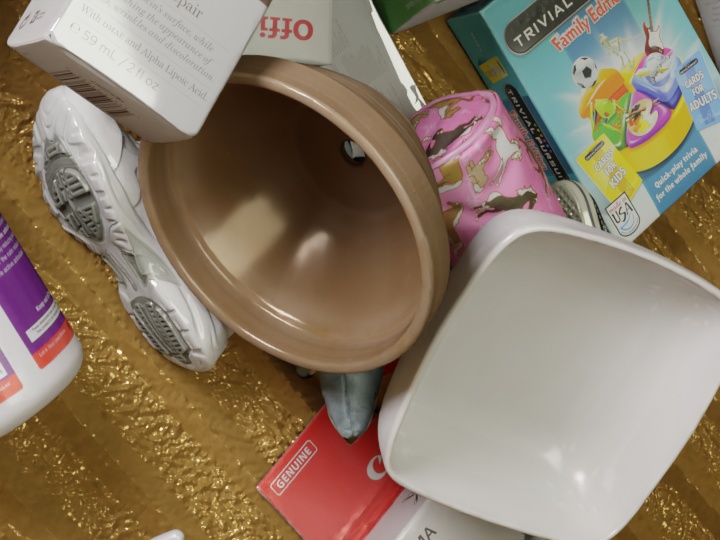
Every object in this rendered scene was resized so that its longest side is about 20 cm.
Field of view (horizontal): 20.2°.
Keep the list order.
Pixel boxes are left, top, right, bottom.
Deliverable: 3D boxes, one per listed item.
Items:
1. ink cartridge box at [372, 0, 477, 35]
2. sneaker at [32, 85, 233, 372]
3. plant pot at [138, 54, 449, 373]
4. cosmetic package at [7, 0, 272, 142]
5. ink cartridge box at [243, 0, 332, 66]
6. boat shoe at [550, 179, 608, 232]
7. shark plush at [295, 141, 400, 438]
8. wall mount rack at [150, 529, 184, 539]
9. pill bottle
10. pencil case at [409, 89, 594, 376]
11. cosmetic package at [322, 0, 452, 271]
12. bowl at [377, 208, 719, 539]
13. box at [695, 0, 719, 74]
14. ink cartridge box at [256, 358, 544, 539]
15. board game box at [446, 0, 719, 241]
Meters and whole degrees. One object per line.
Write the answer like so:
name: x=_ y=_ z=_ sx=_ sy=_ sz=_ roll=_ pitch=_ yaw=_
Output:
ink cartridge box: x=0.050 y=-0.278 z=1.326 sx=0.145 sy=0.084 sz=0.202 roll=-24 pitch=89 yaw=-24
sneaker: x=-0.127 y=-0.041 z=1.257 sx=0.099 sy=0.078 sz=0.201 roll=-44 pitch=118 yaw=-30
plant pot: x=-0.024 y=-0.048 z=1.174 sx=0.202 sy=0.200 sz=0.093 roll=57 pitch=47 yaw=-15
cosmetic package: x=-0.092 y=-0.178 z=1.081 sx=0.101 sy=0.074 sz=0.201 roll=33 pitch=76 yaw=-26
ink cartridge box: x=-0.094 y=-0.218 z=1.171 sx=0.144 sy=0.087 sz=0.202 roll=2 pitch=91 yaw=-29
boat shoe: x=0.172 y=0.028 z=1.418 sx=0.062 sy=0.074 sz=0.202 roll=-28 pitch=107 yaw=-32
shark plush: x=0.000 y=0.000 z=1.274 sx=0.090 sy=0.083 sz=0.202 roll=9 pitch=101 yaw=12
wall mount rack: x=-0.164 y=0.252 z=1.219 sx=0.173 sy=0.074 sz=0.201 roll=-32 pitch=104 yaw=-26
pill bottle: x=-0.252 y=-0.001 z=1.156 sx=0.112 sy=0.112 sz=0.201 roll=-36 pitch=105 yaw=-25
pencil case: x=0.092 y=-0.020 z=1.306 sx=0.201 sy=0.086 sz=0.083 roll=57 pitch=23 yaw=-32
cosmetic package: x=0.007 y=-0.081 z=1.338 sx=0.082 sy=0.050 sz=0.201 roll=-36 pitch=106 yaw=-28
bowl: x=0.117 y=0.058 z=1.266 sx=0.198 sy=0.075 sz=0.201 roll=21 pitch=110 yaw=-27
box: x=0.343 y=-0.200 z=1.499 sx=0.151 sy=0.106 sz=0.202 roll=-24 pitch=100 yaw=-28
ink cartridge box: x=0.053 y=0.136 z=1.362 sx=0.176 sy=0.045 sz=0.200 roll=49 pitch=67 yaw=-20
board game box: x=0.173 y=-0.137 z=1.435 sx=0.151 sy=0.047 sz=0.201 roll=-40 pitch=108 yaw=-24
